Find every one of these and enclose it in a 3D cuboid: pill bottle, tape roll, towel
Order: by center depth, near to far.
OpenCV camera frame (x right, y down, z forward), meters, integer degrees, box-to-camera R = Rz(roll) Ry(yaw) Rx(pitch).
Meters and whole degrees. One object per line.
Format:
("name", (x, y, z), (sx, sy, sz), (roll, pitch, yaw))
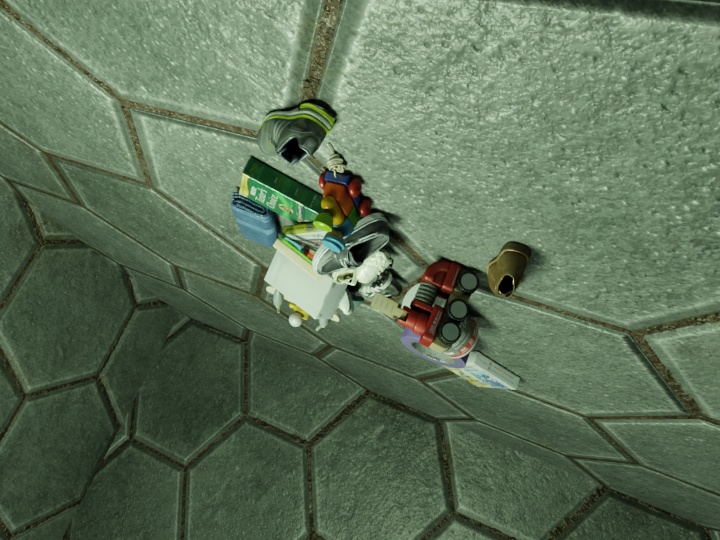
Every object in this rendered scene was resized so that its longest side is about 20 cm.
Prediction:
("pill bottle", (0.195, 0.122, 1.430), (0.114, 0.118, 0.199), (2, 152, 49))
("towel", (-0.258, -0.125, 1.458), (0.109, 0.049, 0.201), (24, 161, 6))
("tape roll", (0.218, 0.196, 1.651), (0.196, 0.086, 0.201), (22, 161, 8))

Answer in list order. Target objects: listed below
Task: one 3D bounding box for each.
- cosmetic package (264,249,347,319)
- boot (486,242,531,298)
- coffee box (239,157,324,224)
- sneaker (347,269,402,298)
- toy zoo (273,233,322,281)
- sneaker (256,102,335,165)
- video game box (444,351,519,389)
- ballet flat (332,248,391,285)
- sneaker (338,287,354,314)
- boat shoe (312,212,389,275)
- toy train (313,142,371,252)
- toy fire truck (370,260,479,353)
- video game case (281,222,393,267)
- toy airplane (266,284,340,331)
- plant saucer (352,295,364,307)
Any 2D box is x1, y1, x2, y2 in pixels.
("cosmetic package", (-0.137, 0.025, 1.471), (0.198, 0.115, 0.081), (34, -166, 28))
("boot", (0.274, 0.020, 1.122), (0.072, 0.077, 0.201), (19, 162, 11))
("coffee box", (-0.164, -0.157, 1.254), (0.197, 0.045, 0.123), (28, 162, -9))
("sneaker", (0.037, 0.047, 1.511), (0.090, 0.068, 0.198), (37, 156, -26))
("toy zoo", (-0.134, -0.042, 1.366), (0.130, 0.021, 0.200), (38, -171, -6))
("sneaker", (-0.124, -0.219, 0.976), (0.073, 0.082, 0.198), (35, 159, -29))
("video game box", (0.370, 0.314, 1.836), (0.180, 0.048, 0.199), (34, 160, -17))
("ballet flat", (0.000, 0.000, 1.278), (0.071, 0.073, 0.198), (33, 157, -25))
("sneaker", (-0.083, 0.051, 1.522), (0.201, 0.086, 0.075), (50, 171, 38))
("boat shoe", (-0.020, -0.036, 1.194), (0.198, 0.069, 0.071), (-32, 138, 23))
("toy train", (-0.055, -0.127, 1.080), (0.083, 0.118, 0.201), (15, 160, 24))
("toy fire truck", (0.131, 0.062, 1.255), (0.196, 0.179, 0.129), (24, 163, 4))
("video game case", (-0.051, -0.053, 1.315), (0.178, 0.026, 0.198), (-1, 156, 45))
("toy airplane", (-0.182, 0.108, 1.840), (0.198, 0.144, 0.198), (3, 151, 49))
("plant saucer", (-0.085, 0.070, 1.649), (0.195, 0.037, 0.200), (17, -174, -2))
